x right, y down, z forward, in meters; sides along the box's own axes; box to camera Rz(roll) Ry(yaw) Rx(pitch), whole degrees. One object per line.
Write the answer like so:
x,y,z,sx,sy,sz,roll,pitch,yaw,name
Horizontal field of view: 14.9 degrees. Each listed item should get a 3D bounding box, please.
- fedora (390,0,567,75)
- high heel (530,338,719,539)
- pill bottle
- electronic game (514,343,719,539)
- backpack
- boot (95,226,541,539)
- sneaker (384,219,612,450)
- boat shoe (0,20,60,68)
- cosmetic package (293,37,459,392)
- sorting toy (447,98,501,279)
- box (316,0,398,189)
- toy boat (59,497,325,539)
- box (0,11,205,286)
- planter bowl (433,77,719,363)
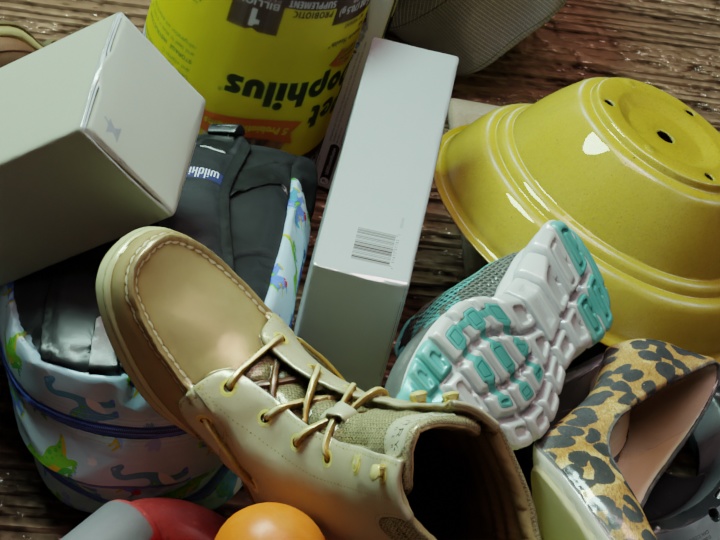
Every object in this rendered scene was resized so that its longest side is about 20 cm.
0.072,-0.187,1.672,0.090,0.177,0.200,47,56,-19,fedora
0.145,0.094,1.312,0.142,0.071,0.200,-15,31,-18,high heel
-0.063,-0.108,1.449,0.109,0.200,0.109,12,38,-10,pill bottle
0.113,0.091,1.413,0.200,0.042,0.200,6,39,-5,electronic game
-0.102,0.024,1.331,0.163,0.154,0.200,5,21,-6,backpack
-0.018,0.060,1.180,0.073,0.155,0.200,-42,107,-24,boot
0.050,0.047,1.321,0.078,0.091,0.200,61,32,-5,sneaker
-0.182,-0.082,1.427,0.068,0.072,0.200,56,17,13,boat shoe
0.000,0.000,1.385,0.052,0.151,0.200,12,37,1,cosmetic package
0.146,-0.030,1.579,0.185,0.037,0.200,9,39,-13,sorting toy
-0.037,-0.146,1.507,0.110,0.200,0.035,20,38,0,box
-0.047,0.156,1.193,0.200,0.131,0.130,33,40,17,toy boat
-0.174,-0.042,1.289,0.068,0.200,0.082,46,40,-33,box
0.144,-0.044,1.471,0.200,0.084,0.200,26,28,-15,planter bowl
